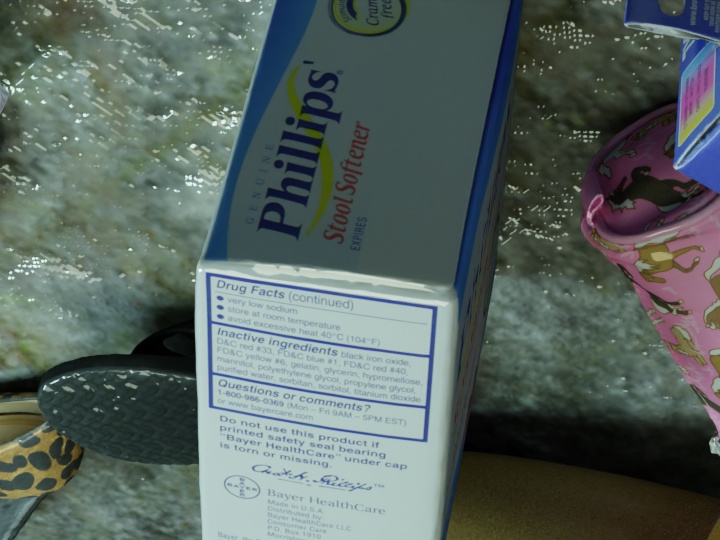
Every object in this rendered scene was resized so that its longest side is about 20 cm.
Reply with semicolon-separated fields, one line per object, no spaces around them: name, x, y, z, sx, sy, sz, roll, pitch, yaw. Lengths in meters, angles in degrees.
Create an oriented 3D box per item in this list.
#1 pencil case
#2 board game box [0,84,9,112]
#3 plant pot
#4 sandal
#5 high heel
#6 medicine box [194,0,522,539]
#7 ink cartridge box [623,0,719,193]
pencil case;0.166;0.016;1.249;0.083;0.087;0.200;21;154;46
board game box;-0.281;-0.118;1.226;0.198;0.043;0.200;-3;139;35
plant pot;0.052;0.163;1.392;0.199;0.187;0.187;20;141;12
sandal;-0.053;0.053;1.387;0.199;0.048;0.076;-3;138;0
high heel;-0.241;0.083;1.439;0.199;0.072;0.143;9;149;-21
medicine box;0.000;0.000;1.197;0.102;0.183;0.200;9;140;5
ink cartridge box;0.194;-0.073;1.094;0.200;0.137;0.076;29;132;-17
